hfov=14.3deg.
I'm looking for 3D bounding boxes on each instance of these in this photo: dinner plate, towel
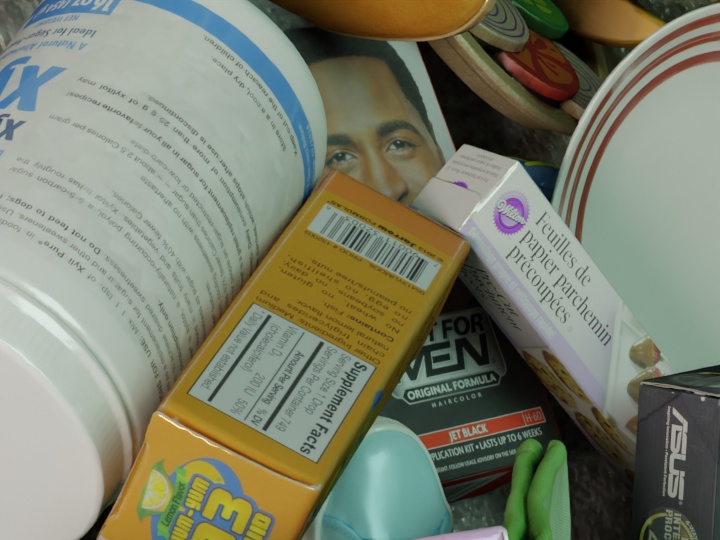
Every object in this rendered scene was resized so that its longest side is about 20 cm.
[{"bbox_3d":[0.153,-0.018,1.243,0.200,0.024,0.201,-10,108,-34],"label":"dinner plate"},{"bbox_3d":[0.066,0.177,1.066,0.149,0.031,0.201,-69,160,-75],"label":"towel"}]

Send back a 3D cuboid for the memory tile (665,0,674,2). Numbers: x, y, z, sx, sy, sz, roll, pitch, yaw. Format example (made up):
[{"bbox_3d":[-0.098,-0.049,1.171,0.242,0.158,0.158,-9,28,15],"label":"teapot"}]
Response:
[{"bbox_3d":[0.123,-0.206,1.371,0.154,0.017,0.200,58,20,-5],"label":"memory tile"}]

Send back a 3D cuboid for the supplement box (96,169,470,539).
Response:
[{"bbox_3d":[-0.024,0.040,1.035,0.069,0.067,0.200,29,32,5],"label":"supplement box"}]

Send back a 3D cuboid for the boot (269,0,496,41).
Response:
[{"bbox_3d":[-0.055,-0.149,1.136,0.144,0.201,0.071,14,98,-59],"label":"boot"}]

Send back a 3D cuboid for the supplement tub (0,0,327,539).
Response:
[{"bbox_3d":[-0.106,-0.009,1.062,0.132,0.132,0.200,44,47,-14],"label":"supplement tub"}]

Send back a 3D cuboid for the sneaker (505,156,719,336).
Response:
[{"bbox_3d":[0.115,0.017,1.283,0.199,0.071,0.083,27,87,-37],"label":"sneaker"}]

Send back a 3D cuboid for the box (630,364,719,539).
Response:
[{"bbox_3d":[0.172,0.136,1.196,0.161,0.049,0.201,-5,102,-46],"label":"box"}]

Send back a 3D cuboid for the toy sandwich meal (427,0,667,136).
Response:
[{"bbox_3d":[0.066,-0.155,1.281,0.205,0.070,0.205,43,27,-28],"label":"toy sandwich meal"}]

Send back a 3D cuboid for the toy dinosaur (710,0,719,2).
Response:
[{"bbox_3d":[0.198,-0.110,1.403,0.200,0.058,0.101,59,44,-44],"label":"toy dinosaur"}]

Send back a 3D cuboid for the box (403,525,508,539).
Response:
[{"bbox_3d":[-0.052,0.164,0.939,0.199,0.176,0.097,-9,72,-10],"label":"box"}]

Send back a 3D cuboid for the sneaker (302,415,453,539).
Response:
[{"bbox_3d":[0.023,0.154,1.082,0.074,0.082,0.201,-4,90,-34],"label":"sneaker"}]

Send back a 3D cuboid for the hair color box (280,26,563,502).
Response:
[{"bbox_3d":[0.000,0.000,1.192,0.101,0.061,0.200,-11,75,-41],"label":"hair color box"}]

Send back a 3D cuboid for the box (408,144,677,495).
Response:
[{"bbox_3d":[0.092,0.031,1.174,0.039,0.041,0.200,-49,124,-14],"label":"box"}]
